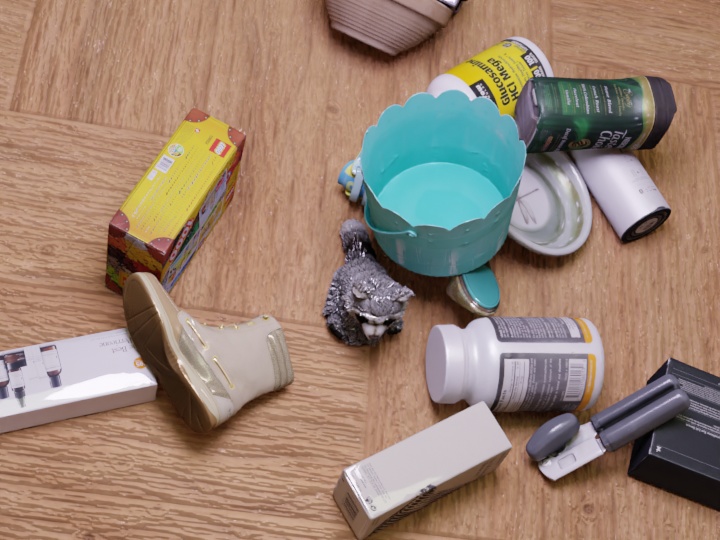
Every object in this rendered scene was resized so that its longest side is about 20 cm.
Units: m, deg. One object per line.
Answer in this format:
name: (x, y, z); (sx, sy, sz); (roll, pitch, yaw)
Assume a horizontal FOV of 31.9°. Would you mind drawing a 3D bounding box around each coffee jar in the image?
coffee jar: (0.311, -0.206, 1.668); (0.199, 0.104, 0.086); (-3, 66, -10)

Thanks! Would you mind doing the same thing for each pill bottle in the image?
pill bottle: (0.163, -0.234, 1.736); (0.200, 0.113, 0.113); (-32, 72, -26)
pill bottle: (0.187, 0.114, 1.540); (0.199, 0.116, 0.117); (1, 60, -12)

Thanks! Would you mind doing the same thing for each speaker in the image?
speaker: (0.344, -0.143, 1.744); (0.081, 0.081, 0.200); (-20, 67, -22)

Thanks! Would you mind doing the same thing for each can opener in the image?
can opener: (0.294, 0.183, 1.514); (0.200, 0.067, 0.053); (-32, 41, 9)

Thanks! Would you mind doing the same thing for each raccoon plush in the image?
raccoon plush: (0.000, 0.000, 1.551); (0.096, 0.134, 0.201); (-12, 64, -18)

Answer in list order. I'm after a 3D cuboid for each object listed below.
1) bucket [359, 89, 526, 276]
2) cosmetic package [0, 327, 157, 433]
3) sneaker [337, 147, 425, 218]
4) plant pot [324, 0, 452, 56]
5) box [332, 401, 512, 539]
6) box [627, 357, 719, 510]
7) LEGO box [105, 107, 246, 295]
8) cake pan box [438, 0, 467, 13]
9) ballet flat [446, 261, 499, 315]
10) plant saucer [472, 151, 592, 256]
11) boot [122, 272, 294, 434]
bucket: (0.097, -0.101, 1.530); (0.206, 0.135, 0.208); (-1, 58, 1)
cosmetic package: (-0.341, 0.125, 1.451); (0.199, 0.051, 0.083); (-11, 66, -20)
sneaker: (0.037, -0.083, 1.643); (0.130, 0.080, 0.201); (4, 50, -13)
plant pot: (0.020, -0.362, 1.765); (0.200, 0.201, 0.093); (26, 99, 3)
box: (0.072, 0.232, 1.468); (0.199, 0.082, 0.069); (-23, 67, -22)
box: (0.448, 0.216, 1.565); (0.199, 0.079, 0.142); (22, 56, -1)
LEGO box: (-0.226, -0.073, 1.534); (0.077, 0.149, 0.200); (28, 59, 3)
cake pan box: (0.063, -0.425, 1.790); (0.199, 0.184, 0.052); (25, 101, 3)
ballet flat: (0.133, 0.000, 1.604); (0.070, 0.071, 0.200); (5, 42, -10)
plant saucer: (0.221, -0.102, 1.691); (0.199, 0.050, 0.201); (17, 57, -28)
boot: (-0.176, 0.074, 1.478); (0.155, 0.073, 0.200); (-26, 80, -42)
